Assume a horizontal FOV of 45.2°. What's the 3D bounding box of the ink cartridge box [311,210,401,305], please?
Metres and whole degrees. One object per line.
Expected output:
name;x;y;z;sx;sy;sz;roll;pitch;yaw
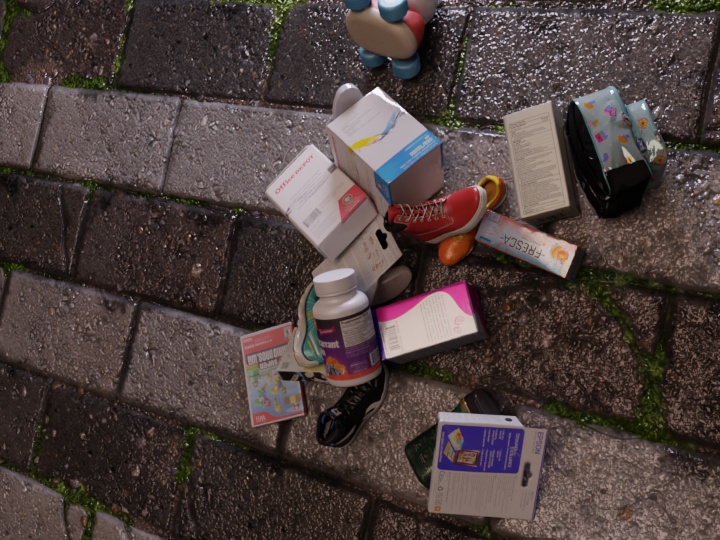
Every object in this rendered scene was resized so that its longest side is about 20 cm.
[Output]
ink cartridge box;0.000;0.000;1.742;0.199;0.057;0.164;-40;41;12

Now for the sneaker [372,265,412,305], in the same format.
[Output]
sneaker;0.014;0.029;1.781;0.198;0.075;0.090;-33;56;22

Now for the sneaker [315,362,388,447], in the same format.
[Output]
sneaker;-0.019;0.271;1.733;0.072;0.111;0.203;32;98;27

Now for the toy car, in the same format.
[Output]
toy car;0.084;-0.545;1.798;0.175;0.186;0.201;25;65;30

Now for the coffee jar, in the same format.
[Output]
coffee jar;0.184;0.317;1.627;0.199;0.085;0.105;-42;54;17

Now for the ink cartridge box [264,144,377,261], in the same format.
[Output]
ink cartridge box;-0.082;-0.140;1.769;0.146;0.085;0.200;-44;58;-2

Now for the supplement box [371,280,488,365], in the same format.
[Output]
supplement box;0.135;0.103;1.666;0.196;0.103;0.104;-18;73;19

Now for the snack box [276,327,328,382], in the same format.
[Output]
snack box;-0.068;0.173;1.787;0.196;0.037;0.118;-2;47;29

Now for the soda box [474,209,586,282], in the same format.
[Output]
soda box;0.317;-0.047;1.620;0.197;0.068;0.065;27;95;30

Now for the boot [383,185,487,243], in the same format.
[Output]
boot;0.133;-0.111;1.624;0.199;0.142;0.074;-30;56;51

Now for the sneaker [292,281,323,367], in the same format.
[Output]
sneaker;-0.088;0.112;1.788;0.078;0.078;0.204;-5;52;11

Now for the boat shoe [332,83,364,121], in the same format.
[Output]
boat shoe;-0.027;-0.327;1.792;0.070;0.201;0.069;-24;63;-4

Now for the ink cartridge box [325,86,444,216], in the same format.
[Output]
ink cartridge box;0.051;-0.229;1.728;0.144;0.148;0.200;-38;63;-14

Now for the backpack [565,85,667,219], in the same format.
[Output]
backpack;0.444;-0.219;1.519;0.151;0.176;0.203;-26;69;5

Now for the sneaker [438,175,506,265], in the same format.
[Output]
sneaker;0.208;-0.102;1.686;0.073;0.077;0.203;36;101;26

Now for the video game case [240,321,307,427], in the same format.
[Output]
video game case;-0.191;0.228;1.890;0.140;0.017;0.205;-17;75;26

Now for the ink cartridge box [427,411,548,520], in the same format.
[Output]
ink cartridge box;0.227;0.354;1.559;0.195;0.044;0.203;5;113;1

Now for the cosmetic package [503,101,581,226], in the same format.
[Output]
cosmetic package;0.341;-0.197;1.620;0.101;0.087;0.205;-12;77;28

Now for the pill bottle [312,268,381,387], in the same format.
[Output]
pill bottle;-0.030;0.106;1.635;0.109;0.111;0.205;-5;104;28
